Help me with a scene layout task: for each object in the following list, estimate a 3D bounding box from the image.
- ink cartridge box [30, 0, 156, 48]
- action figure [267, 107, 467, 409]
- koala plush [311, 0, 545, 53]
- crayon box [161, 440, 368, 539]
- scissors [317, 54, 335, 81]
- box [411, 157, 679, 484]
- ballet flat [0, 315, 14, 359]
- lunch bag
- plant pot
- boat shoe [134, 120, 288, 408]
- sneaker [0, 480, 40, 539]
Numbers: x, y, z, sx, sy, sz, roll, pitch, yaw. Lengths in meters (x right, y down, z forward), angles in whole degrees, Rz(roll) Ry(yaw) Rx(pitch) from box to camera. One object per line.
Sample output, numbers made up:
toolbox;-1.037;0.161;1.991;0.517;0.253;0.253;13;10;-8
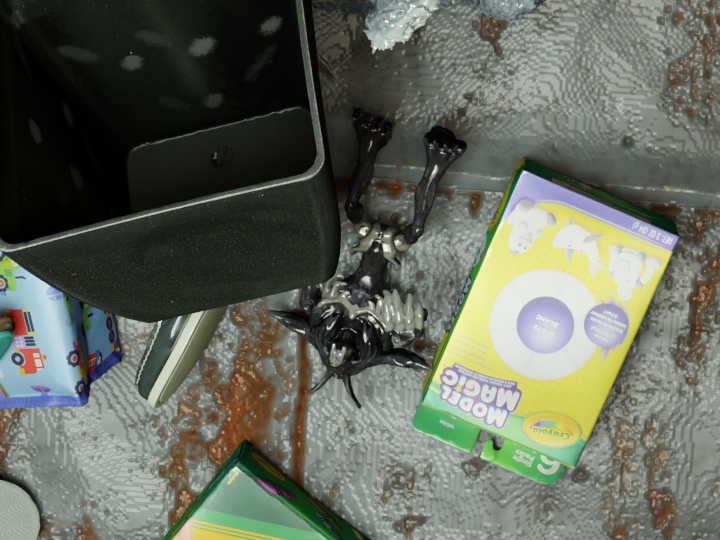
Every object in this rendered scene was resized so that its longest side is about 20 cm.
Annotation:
ink cartridge box;-0.232;-0.212;1.632;0.199;0.084;0.147;-19;101;13
action figure;0.000;0.000;1.666;0.118;0.102;0.201;19;104;14
koala plush;0.020;-0.218;1.561;0.182;0.200;0.179;-11;103;6
crayon box;-0.097;0.232;1.749;0.119;0.058;0.200;38;103;-6
scissors;-0.095;-0.194;1.672;0.073;0.014;0.201;-29;102;9
box;0.119;0.040;1.697;0.117;0.048;0.201;22;105;-2
ballet flat;-0.297;0.072;1.668;0.073;0.068;0.200;55;130;18
lunch bag;-0.277;0.014;1.701;0.199;0.094;0.152;-6;106;14
plant pot;-0.104;-0.078;1.559;0.199;0.178;0.201;-14;60;9
boat shoe;-0.112;-0.009;1.684;0.066;0.074;0.200;27;101;7
sneaker;-0.328;0.189;1.747;0.199;0.115;0.074;-13;91;-30
